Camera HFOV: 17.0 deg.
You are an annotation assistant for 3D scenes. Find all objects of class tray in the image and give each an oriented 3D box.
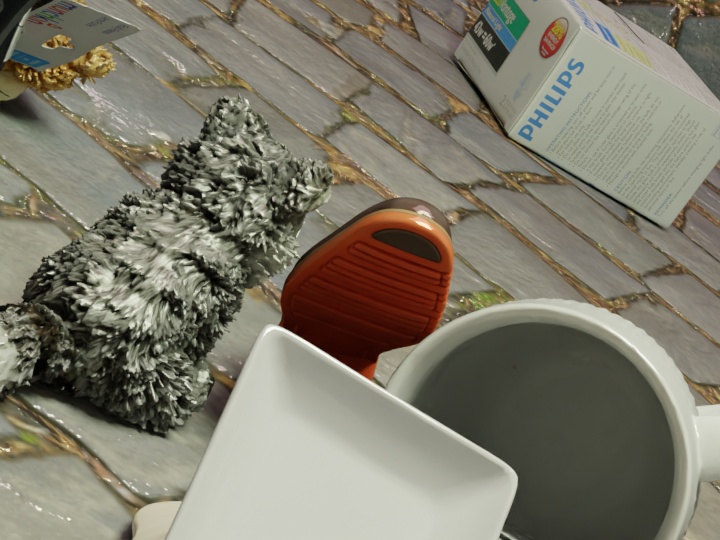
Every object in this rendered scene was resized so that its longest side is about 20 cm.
[{"bbox_3d":[-0.027,0.126,0.777,0.107,0.201,0.022,32,-30,-15],"label":"tray"}]

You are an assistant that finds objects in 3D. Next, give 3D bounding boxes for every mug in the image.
[{"bbox_3d":[0.115,0.084,1.132,0.199,0.149,0.175,-6,-1,12],"label":"mug"}]

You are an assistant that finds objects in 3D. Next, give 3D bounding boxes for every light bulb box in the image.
[{"bbox_3d":[0.219,-0.170,2.252,0.199,0.125,0.198,28,17,-25],"label":"light bulb box"}]

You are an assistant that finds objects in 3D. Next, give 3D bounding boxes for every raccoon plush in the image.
[{"bbox_3d":[-0.085,-0.003,1.037,0.097,0.134,0.200,38,15,3],"label":"raccoon plush"}]

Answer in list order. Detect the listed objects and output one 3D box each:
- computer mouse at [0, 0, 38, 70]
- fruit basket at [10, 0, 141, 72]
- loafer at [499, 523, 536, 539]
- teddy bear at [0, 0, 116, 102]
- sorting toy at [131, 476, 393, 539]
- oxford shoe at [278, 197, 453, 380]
[{"bbox_3d":[-0.209,-0.116,1.017,0.140,0.201,0.046,26,9,-9],"label":"computer mouse"},{"bbox_3d":[-0.221,-0.128,1.120,0.199,0.094,0.185,24,-10,-21],"label":"fruit basket"},{"bbox_3d":[0.035,0.132,1.021,0.200,0.068,0.070,32,5,13],"label":"loafer"},{"bbox_3d":[-0.217,-0.147,1.272,0.144,0.067,0.200,11,-17,19],"label":"teddy bear"},{"bbox_3d":[-0.013,0.133,0.914,0.199,0.107,0.180,31,-4,-19],"label":"sorting toy"},{"bbox_3d":[0.000,0.000,1.133,0.071,0.073,0.200,23,-26,-9],"label":"oxford shoe"}]
